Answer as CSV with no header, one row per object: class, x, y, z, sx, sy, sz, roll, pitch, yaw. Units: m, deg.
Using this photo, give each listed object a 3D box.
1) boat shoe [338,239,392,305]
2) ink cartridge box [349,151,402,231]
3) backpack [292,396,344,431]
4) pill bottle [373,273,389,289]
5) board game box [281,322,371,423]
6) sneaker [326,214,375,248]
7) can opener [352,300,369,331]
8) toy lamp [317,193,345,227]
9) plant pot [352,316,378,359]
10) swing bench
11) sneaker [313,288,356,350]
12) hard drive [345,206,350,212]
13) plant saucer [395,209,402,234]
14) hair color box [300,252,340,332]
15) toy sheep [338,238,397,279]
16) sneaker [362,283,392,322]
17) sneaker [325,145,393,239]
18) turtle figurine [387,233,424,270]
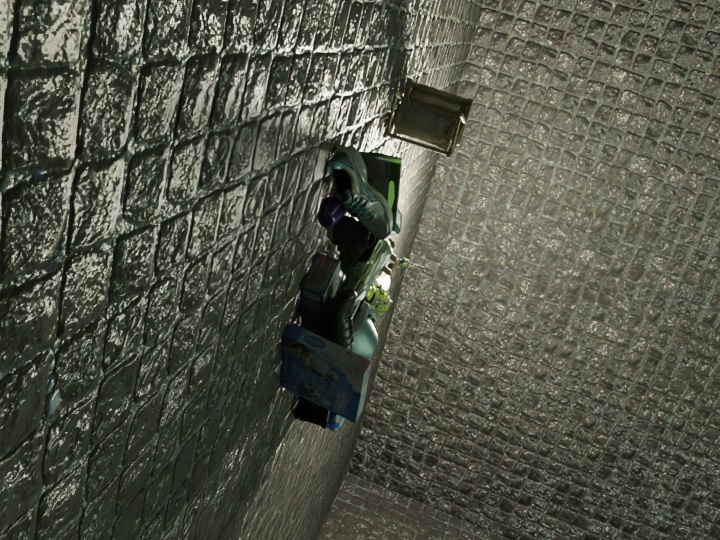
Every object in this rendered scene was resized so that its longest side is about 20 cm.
boat shoe,0.000,0.000,1.646,0.202,0.071,0.062,-55,129,-23
ink cartridge box,0.058,-0.175,1.568,0.199,0.074,0.152,27,-64,57
backpack,-0.085,0.301,1.907,0.183,0.131,0.205,-41,146,-75
pill bottle,0.015,0.055,2.073,0.200,0.114,0.119,-47,154,-71
board game box,-0.080,0.228,1.553,0.202,0.195,0.044,99,19,-47
sneaker,-0.011,-0.082,1.658,0.200,0.104,0.077,-9,118,-80
can opener,-0.039,0.161,1.643,0.204,0.066,0.053,-65,-162,-3
toy lamp,-0.041,-0.155,1.487,0.201,0.057,0.059,-61,166,-52
plant pot,-0.033,0.175,1.768,0.203,0.133,0.200,-60,-172,13
swing bench,0.185,-0.415,1.915,0.200,0.195,0.132,-53,161,-62
sneaker,-0.044,0.128,1.549,0.075,0.091,0.203,-19,143,-45
hard drive,0.029,-0.192,1.741,0.199,0.026,0.135,13,93,-64
plant saucer,0.069,-0.184,1.888,0.201,0.019,0.071,53,33,-45
hair color box,-0.091,0.063,1.598,0.202,0.059,0.101,96,14,-55
toy sheep,0.009,-0.030,1.791,0.199,0.137,0.139,-38,-161,46
sneaker,0.025,0.056,1.772,0.076,0.076,0.201,-38,153,-5
sneaker,-0.009,-0.143,1.420,0.077,0.202,0.086,-25,-170,39
turtle figurine,0.089,-0.074,2.215,0.195,0.195,0.147,74,1,-68
